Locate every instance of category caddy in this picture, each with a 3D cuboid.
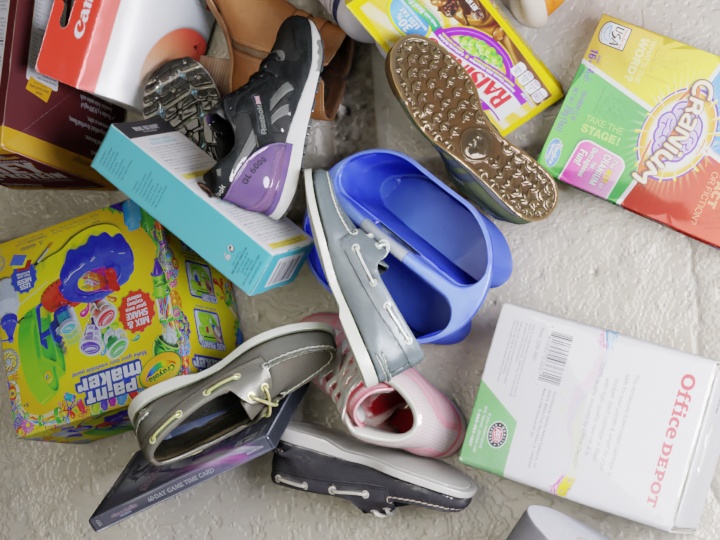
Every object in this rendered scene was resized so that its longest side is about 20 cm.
[{"bbox_3d":[0.039,-0.019,1.565,0.200,0.105,0.142,39,98,26],"label":"caddy"}]

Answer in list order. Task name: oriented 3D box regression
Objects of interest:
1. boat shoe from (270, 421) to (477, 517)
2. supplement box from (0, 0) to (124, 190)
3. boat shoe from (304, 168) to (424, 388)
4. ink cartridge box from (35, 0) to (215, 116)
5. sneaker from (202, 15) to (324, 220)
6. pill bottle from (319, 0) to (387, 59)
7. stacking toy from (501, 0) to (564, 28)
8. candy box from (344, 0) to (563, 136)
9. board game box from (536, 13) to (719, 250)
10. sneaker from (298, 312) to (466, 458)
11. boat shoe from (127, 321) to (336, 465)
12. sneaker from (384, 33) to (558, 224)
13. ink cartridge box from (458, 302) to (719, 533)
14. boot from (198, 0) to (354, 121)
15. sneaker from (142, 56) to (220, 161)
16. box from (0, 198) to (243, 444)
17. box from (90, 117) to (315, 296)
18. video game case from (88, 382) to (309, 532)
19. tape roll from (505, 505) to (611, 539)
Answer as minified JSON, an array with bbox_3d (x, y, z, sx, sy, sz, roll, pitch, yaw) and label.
[{"bbox_3d":[0.008,0.189,1.565,0.199,0.074,0.061,14,98,20],"label":"boat shoe"},{"bbox_3d":[-0.338,-0.196,1.726,0.132,0.197,0.201,2,82,26],"label":"supplement box"},{"bbox_3d":[0.000,0.000,1.511,0.061,0.073,0.201,-18,77,-2],"label":"boat shoe"},{"bbox_3d":[-0.216,-0.240,1.673,0.050,0.200,0.163,15,89,26],"label":"ink cartridge box"},{"bbox_3d":[-0.090,-0.151,1.560,0.076,0.087,0.201,139,144,-58],"label":"sneaker"},{"bbox_3d":[0.012,-0.283,1.615,0.120,0.120,0.200,-43,67,13],"label":"pill bottle"},{"bbox_3d":[0.199,-0.321,1.550,0.199,0.146,0.147,-29,69,-2],"label":"stacking toy"},{"bbox_3d":[0.084,-0.198,1.538,0.102,0.200,0.026,-33,32,19],"label":"candy box"},{"bbox_3d":[0.271,-0.118,1.507,0.199,0.040,0.154,25,93,27],"label":"board game box"},{"bbox_3d":[-0.001,0.097,1.568,0.200,0.105,0.076,36,99,27],"label":"sneaker"},{"bbox_3d":[-0.107,0.111,1.547,0.201,0.072,0.060,-25,49,1],"label":"boat shoe"},{"bbox_3d":[0.086,-0.116,1.538,0.067,0.090,0.200,-43,95,-14],"label":"sneaker"},{"bbox_3d":[0.204,0.124,1.474,0.199,0.087,0.146,15,89,29],"label":"ink cartridge box"},{"bbox_3d":[-0.078,-0.242,1.671,0.155,0.077,0.201,11,91,31],"label":"boot"},{"bbox_3d":[-0.149,-0.108,1.676,0.078,0.090,0.201,-22,83,3],"label":"sneaker"},{"bbox_3d":[-0.232,0.050,1.677,0.199,0.122,0.194,-18,75,22],"label":"box"},{"bbox_3d":[-0.143,-0.060,1.573,0.200,0.082,0.049,38,114,17],"label":"box"},{"bbox_3d":[-0.148,0.167,1.613,0.199,0.143,0.019,-26,103,19],"label":"video game case"},{"bbox_3d":[0.200,0.270,1.388,0.200,0.200,0.066,35,96,26],"label":"tape roll"}]
